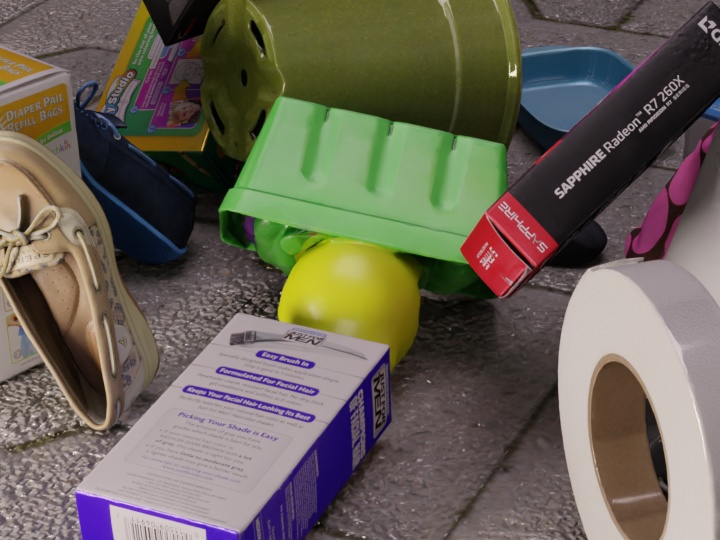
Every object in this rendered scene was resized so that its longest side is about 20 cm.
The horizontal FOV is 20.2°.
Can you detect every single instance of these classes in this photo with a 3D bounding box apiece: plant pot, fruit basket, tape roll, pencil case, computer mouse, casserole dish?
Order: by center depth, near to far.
[{"bbox_3d":[0.158,0.094,1.079,0.037,0.203,0.203,-9,28,-15],"label":"tape roll"},{"bbox_3d":[0.000,0.000,1.364,0.215,0.216,0.156,-3,-9,-4],"label":"fruit basket"},{"bbox_3d":[0.254,-0.060,1.385,0.091,0.200,0.094,25,41,-3],"label":"pencil case"},{"bbox_3d":[-0.013,-0.149,1.516,0.190,0.201,0.200,-5,25,-32],"label":"plant pot"},{"bbox_3d":[0.091,-0.042,1.526,0.199,0.034,0.059,11,30,23],"label":"computer mouse"},{"bbox_3d":[0.185,-0.138,1.704,0.121,0.039,0.200,-8,29,-14],"label":"casserole dish"}]

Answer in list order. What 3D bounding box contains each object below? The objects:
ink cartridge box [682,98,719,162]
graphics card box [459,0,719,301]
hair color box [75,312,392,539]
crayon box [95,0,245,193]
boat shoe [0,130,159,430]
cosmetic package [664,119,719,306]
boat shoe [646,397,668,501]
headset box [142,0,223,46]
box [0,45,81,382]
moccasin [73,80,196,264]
[{"bbox_3d":[0.366,-0.101,1.575,0.144,0.084,0.200,23,35,38],"label":"ink cartridge box"},{"bbox_3d":[0.153,-0.072,1.264,0.200,0.051,0.125,-42,-5,-9],"label":"graphics card box"},{"bbox_3d":[-0.070,0.108,1.199,0.109,0.065,0.200,12,36,23],"label":"hair color box"},{"bbox_3d":[-0.131,-0.159,1.606,0.118,0.058,0.200,2,60,31],"label":"crayon box"},{"bbox_3d":[-0.190,0.006,1.272,0.073,0.200,0.063,-18,24,26],"label":"boat shoe"},{"bbox_3d":[0.259,-0.023,1.280,0.074,0.200,0.102,-11,55,-17],"label":"cosmetic package"},{"bbox_3d":[0.202,0.116,1.182,0.072,0.068,0.200,-8,27,-10],"label":"boat shoe"},{"bbox_3d":[-0.058,-0.257,1.518,0.200,0.077,0.149,-21,-10,-26],"label":"headset box"},{"bbox_3d":[-0.256,-0.042,1.355,0.112,0.201,0.101,23,36,39],"label":"box"},{"bbox_3d":[-0.200,-0.084,1.463,0.080,0.200,0.068,-11,45,41],"label":"moccasin"}]
